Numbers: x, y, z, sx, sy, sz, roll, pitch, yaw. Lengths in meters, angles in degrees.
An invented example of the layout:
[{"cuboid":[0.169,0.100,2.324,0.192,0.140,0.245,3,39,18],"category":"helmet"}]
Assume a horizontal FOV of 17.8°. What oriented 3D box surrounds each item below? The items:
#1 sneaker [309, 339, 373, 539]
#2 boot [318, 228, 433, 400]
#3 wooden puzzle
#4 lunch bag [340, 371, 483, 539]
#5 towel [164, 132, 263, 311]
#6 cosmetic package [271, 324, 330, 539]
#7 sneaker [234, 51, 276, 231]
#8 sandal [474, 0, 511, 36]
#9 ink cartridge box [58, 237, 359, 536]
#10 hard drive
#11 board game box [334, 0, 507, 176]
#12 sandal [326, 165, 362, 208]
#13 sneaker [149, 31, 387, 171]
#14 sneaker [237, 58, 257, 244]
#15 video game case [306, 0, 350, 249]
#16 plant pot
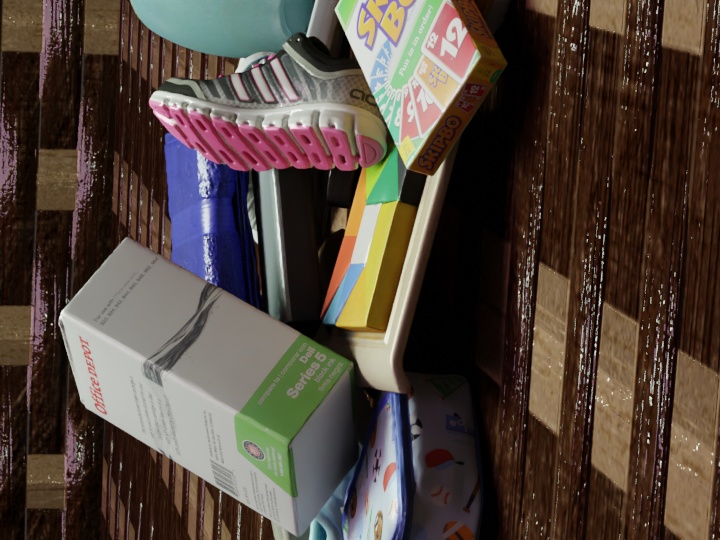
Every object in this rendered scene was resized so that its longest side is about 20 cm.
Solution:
[{"cuboid":[-0.025,0.148,1.737,0.074,0.082,0.200,-130,24,-59],"category":"sneaker"},{"cuboid":[0.000,0.000,1.784,0.200,0.066,0.175,-128,41,-72],"category":"boot"},{"cuboid":[0.015,-0.019,1.578,0.185,0.037,0.200,178,102,-76],"category":"wooden puzzle"},{"cuboid":[0.032,0.170,1.614,0.200,0.075,0.160,108,161,-49],"category":"lunch bag"},{"cuboid":[-0.114,-0.022,1.794,0.148,0.049,0.200,161,106,-74],"category":"towel"},{"cuboid":[-0.043,0.146,1.836,0.104,0.073,0.200,-118,16,-62],"category":"cosmetic package"},{"cuboid":[-0.082,-0.110,1.881,0.200,0.072,0.073,88,162,-52],"category":"sneaker"},{"cuboid":[0.053,-0.168,1.569,0.207,0.059,0.079,112,156,-59],"category":"sandal"},{"cuboid":[-0.106,0.083,1.645,0.084,0.200,0.146,-52,-20,-25],"category":"ink cartridge box"},{"cuboid":[-0.057,-0.043,1.723,0.140,0.033,0.200,119,146,-75],"category":"hard drive"},{"cuboid":[0.035,-0.161,1.523,0.096,0.030,0.200,-57,33,29],"category":"board game box"},{"cuboid":[-0.009,-0.103,1.739,0.200,0.048,0.075,-57,-21,-72],"category":"sandal"},{"cuboid":[-0.057,-0.124,1.628,0.074,0.200,0.088,51,-126,-46],"category":"sneaker"},{"cuboid":[-0.061,-0.111,2.054,0.146,0.081,0.200,-133,49,-61],"category":"sneaker"},{"cuboid":[-0.030,-0.137,1.859,0.200,0.024,0.182,-78,-7,-52],"category":"video game case"},{"cuboid":[-0.079,-0.260,1.943,0.135,0.200,0.200,34,130,33],"category":"plant pot"}]
